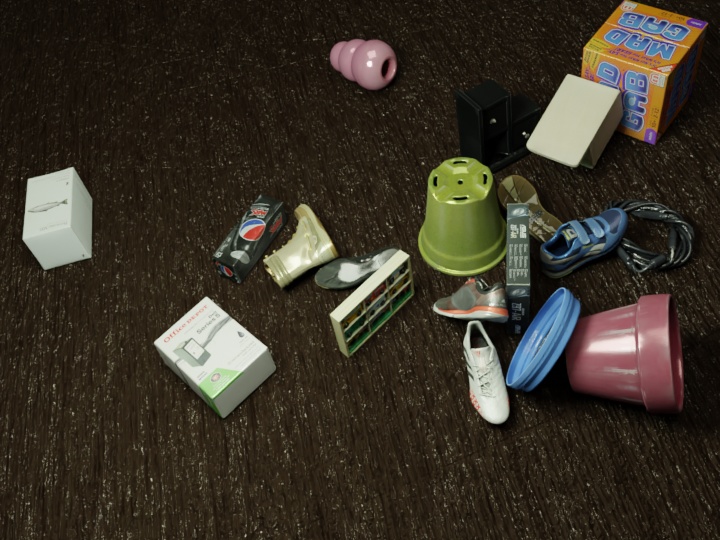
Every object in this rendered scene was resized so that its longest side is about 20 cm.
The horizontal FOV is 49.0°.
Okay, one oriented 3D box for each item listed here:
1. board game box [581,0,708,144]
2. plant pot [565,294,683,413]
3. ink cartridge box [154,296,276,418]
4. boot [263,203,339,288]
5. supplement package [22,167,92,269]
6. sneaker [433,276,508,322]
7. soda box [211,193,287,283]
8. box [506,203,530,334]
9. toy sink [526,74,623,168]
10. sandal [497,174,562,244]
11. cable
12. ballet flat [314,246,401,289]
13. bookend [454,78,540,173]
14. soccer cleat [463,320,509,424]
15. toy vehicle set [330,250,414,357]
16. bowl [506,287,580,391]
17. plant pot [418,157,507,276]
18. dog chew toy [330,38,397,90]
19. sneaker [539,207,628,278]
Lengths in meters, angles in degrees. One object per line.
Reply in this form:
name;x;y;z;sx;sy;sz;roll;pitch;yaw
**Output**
board game box;0.637;-0.452;1.800;0.199;0.201;0.200;28;62;28
plant pot;0.460;0.147;1.382;0.177;0.201;0.202;-5;49;27
ink cartridge box;-0.289;0.169;1.567;0.199;0.084;0.145;34;65;31
boot;-0.147;-0.054;1.724;0.154;0.073;0.200;-32;43;-3
supplement package;-0.708;-0.123;1.858;0.115;0.118;0.202;-14;51;-2
sneaker;0.216;0.054;1.512;0.199;0.076;0.083;-1;79;58
soda box;-0.244;-0.072;1.757;0.063;0.071;0.201;21;59;21
box;0.306;-0.003;1.538;0.043;0.161;0.202;0;51;11
toy sink;0.479;-0.310;1.762;0.129;0.112;0.201;26;80;29
sandal;0.364;-0.117;1.691;0.080;0.054;0.201;-34;68;-9
cable;0.583;-0.086;1.618;0.161;0.051;0.201;-22;50;-5
ballet flat;0.000;0.000;1.678;0.197;0.057;0.067;-15;78;6
bookend;0.323;-0.345;1.778;0.198;0.200;0.092;-29;50;-13
soccer cleat;0.228;0.185;1.452;0.068;0.086;0.202;-10;51;3
toy vehicle set;0.027;0.066;1.561;0.026;0.125;0.200;34;65;31
bowl;0.328;0.127;1.414;0.039;0.201;0.202;29;60;3
plant pot;0.210;-0.123;1.635;0.198;0.185;0.202;-5;52;7
dog chew toy;-0.001;-0.543;2.055;0.199;0.125;0.125;25;60;36
sneaker;0.446;-0.064;1.582;0.199;0.082;0.074;-36;46;5
